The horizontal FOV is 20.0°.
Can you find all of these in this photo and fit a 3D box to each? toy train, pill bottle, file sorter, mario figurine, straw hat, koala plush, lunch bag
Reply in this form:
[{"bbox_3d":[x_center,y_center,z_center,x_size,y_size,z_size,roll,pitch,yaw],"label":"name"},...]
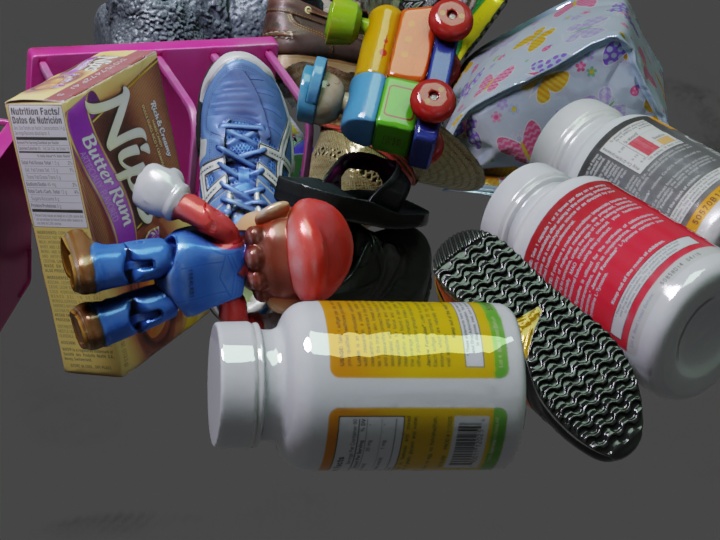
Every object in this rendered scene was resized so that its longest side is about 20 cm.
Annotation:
[{"bbox_3d":[0.025,-0.183,1.542,0.115,0.085,0.201,13,65,-1],"label":"toy train"},{"bbox_3d":[0.182,0.001,1.488,0.112,0.113,0.200,-16,37,-36],"label":"pill bottle"},{"bbox_3d":[-0.315,-0.015,1.420,0.124,0.140,0.200,8,28,5],"label":"file sorter"},{"bbox_3d":[-0.148,-0.086,1.576,0.198,0.140,0.126,-5,33,-22],"label":"file sorter"},{"bbox_3d":[-0.102,-0.005,1.386,0.198,0.124,0.107,-10,59,-15],"label":"mario figurine"},{"bbox_3d":[0.231,-0.053,1.597,0.116,0.117,0.200,-15,36,-36],"label":"pill bottle"},{"bbox_3d":[-0.002,-0.080,1.654,0.200,0.201,0.085,24,76,29],"label":"straw hat"},{"bbox_3d":[-0.121,-0.213,1.756,0.198,0.178,0.184,0,40,-13],"label":"koala plush"},{"bbox_3d":[0.160,-0.143,1.772,0.199,0.128,0.170,-24,19,14],"label":"lunch bag"},{"bbox_3d":[0.001,0.076,1.348,0.198,0.112,0.111,1,28,-11],"label":"pill bottle"}]

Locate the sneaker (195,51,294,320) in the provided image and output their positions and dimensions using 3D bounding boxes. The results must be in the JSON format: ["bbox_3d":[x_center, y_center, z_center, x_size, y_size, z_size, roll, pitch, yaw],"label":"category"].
[{"bbox_3d":[-0.079,-0.057,1.472,0.075,0.202,0.077,-4,6,-8],"label":"sneaker"}]

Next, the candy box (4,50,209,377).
[{"bbox_3d":[-0.174,-0.041,1.429,0.056,0.202,0.117,3,23,29],"label":"candy box"}]

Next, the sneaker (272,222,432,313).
[{"bbox_3d":[0.000,0.000,1.513,0.075,0.091,0.200,16,28,21],"label":"sneaker"}]

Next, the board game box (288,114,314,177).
[{"bbox_3d":[-0.151,-0.111,1.751,0.198,0.029,0.135,-4,29,-20],"label":"board game box"}]

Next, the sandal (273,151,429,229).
[{"bbox_3d":[0.003,-0.061,1.504,0.075,0.048,0.200,18,6,20],"label":"sandal"}]

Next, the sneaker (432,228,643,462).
[{"bbox_3d":[0.127,0.061,1.451,0.070,0.090,0.200,-37,69,-15],"label":"sneaker"}]

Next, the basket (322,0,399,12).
[{"bbox_3d":[-0.062,-0.284,1.914,0.198,0.200,0.161,15,31,14],"label":"basket"}]

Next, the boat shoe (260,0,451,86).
[{"bbox_3d":[0.002,-0.186,1.728,0.199,0.071,0.070,10,-12,-42],"label":"boat shoe"}]

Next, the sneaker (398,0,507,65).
[{"bbox_3d":[0.064,-0.221,1.834,0.085,0.200,0.078,32,39,-5],"label":"sneaker"}]
